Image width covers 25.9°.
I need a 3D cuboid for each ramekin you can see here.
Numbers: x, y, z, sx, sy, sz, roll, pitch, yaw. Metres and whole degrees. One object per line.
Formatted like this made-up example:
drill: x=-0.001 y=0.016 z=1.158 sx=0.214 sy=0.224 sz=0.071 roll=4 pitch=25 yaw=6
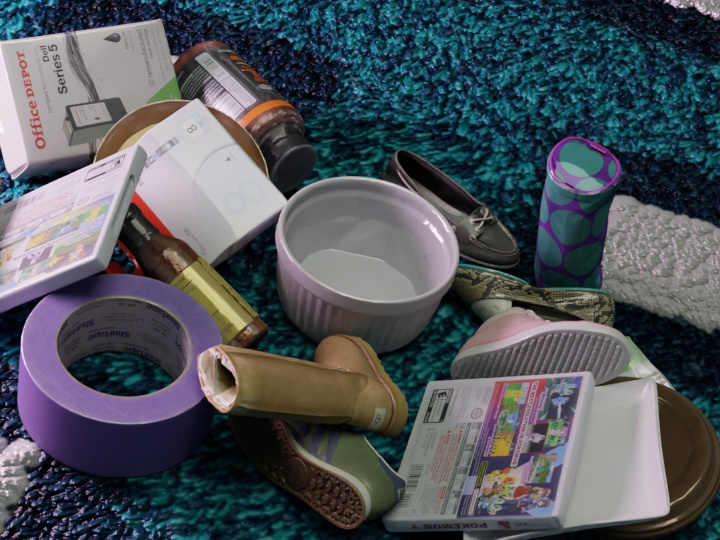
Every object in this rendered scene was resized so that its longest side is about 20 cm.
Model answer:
ramekin: x=0.000 y=0.000 z=1.715 sx=0.200 sy=0.105 sz=0.200 roll=8 pitch=43 yaw=-8

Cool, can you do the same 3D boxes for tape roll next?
tape roll: x=-0.239 y=0.102 z=1.559 sx=0.200 sy=0.085 sz=0.200 roll=8 pitch=44 yaw=-8

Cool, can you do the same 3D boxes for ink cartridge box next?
ink cartridge box: x=-0.315 y=-0.197 z=1.799 sx=0.200 sy=0.084 sz=0.146 roll=-13 pitch=88 yaw=-27
ink cartridge box: x=-0.205 y=-0.071 z=1.705 sx=0.200 sy=0.047 sz=0.160 roll=-37 pitch=81 yaw=-22

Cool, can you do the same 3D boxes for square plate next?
square plate: x=0.202 y=0.194 z=1.552 sx=0.200 sy=0.028 sz=0.198 roll=-12 pitch=35 yaw=14

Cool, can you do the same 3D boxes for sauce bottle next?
sauce bottle: x=-0.184 y=0.012 z=1.646 sx=0.200 sy=0.066 sz=0.066 roll=46 pitch=49 yaw=8

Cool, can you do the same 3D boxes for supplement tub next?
supplement tub: x=-0.139 y=-0.178 z=1.860 sx=0.107 sy=0.107 sz=0.200 roll=-25 pitch=56 yaw=-34

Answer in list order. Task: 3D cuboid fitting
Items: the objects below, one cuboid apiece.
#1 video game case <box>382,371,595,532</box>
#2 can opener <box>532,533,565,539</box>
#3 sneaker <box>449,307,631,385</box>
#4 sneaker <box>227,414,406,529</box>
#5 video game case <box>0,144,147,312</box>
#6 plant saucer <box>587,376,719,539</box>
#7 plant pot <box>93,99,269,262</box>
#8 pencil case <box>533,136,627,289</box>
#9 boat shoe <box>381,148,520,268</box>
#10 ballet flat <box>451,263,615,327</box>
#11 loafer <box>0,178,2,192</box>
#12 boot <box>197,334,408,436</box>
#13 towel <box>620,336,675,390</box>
video game case: x=0.131 y=0.180 z=1.564 sx=0.182 sy=0.023 sz=0.200 roll=-5 pitch=37 yaw=24
can opener: x=0.183 y=0.327 z=1.465 sx=0.066 sy=0.053 sz=0.200 roll=6 pitch=44 yaw=-11
sneaker: x=0.199 y=0.075 z=1.666 sx=0.200 sy=0.075 sz=0.105 roll=-11 pitch=23 yaw=30
sneaker: x=-0.038 y=0.182 z=1.550 sx=0.090 sy=0.067 sz=0.200 roll=-10 pitch=36 yaw=-46
video game case: x=-0.323 y=-0.036 z=1.631 sx=0.200 sy=0.022 sz=0.182 roll=-20 pitch=36 yaw=26
plant saucer: x=0.275 y=0.186 z=1.618 sx=0.200 sy=0.029 sz=0.200 roll=-2 pitch=50 yaw=2
plant pot: x=-0.202 y=-0.094 z=1.758 sx=0.200 sy=0.027 sz=0.200 roll=4 pitch=74 yaw=-12
pencil case: x=0.245 y=-0.053 z=1.769 sx=0.092 sy=0.200 sz=0.085 roll=-35 pitch=58 yaw=-28
boat shoe: x=0.107 y=-0.073 z=1.855 sx=0.200 sy=0.057 sz=0.067 roll=35 pitch=47 yaw=20
ballet flat: x=0.190 y=0.045 z=1.758 sx=0.200 sy=0.068 sz=0.075 roll=11 pitch=65 yaw=-6
loafer: x=-0.440 y=-0.038 z=1.661 sx=0.068 sy=0.076 sz=0.200 roll=13 pitch=34 yaw=0
boot: x=-0.070 y=0.099 z=1.550 sx=0.200 sy=0.066 sz=0.175 roll=11 pitch=14 yaw=-32
towel: x=0.293 y=0.158 z=1.688 sx=0.149 sy=0.031 sz=0.200 roll=-15 pitch=50 yaw=-29
